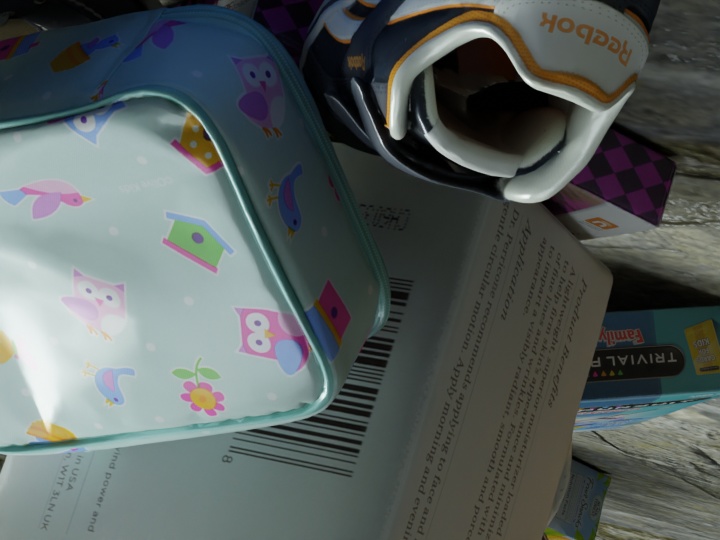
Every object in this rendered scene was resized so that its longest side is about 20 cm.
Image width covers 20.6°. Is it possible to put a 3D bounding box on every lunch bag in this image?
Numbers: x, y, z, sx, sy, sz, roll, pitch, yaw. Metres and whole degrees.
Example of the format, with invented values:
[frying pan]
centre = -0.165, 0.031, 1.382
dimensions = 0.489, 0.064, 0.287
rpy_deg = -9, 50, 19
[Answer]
[lunch bag]
centre = -0.096, -0.008, 0.736
dimensions = 0.200, 0.077, 0.161
rpy_deg = -8, 123, 32

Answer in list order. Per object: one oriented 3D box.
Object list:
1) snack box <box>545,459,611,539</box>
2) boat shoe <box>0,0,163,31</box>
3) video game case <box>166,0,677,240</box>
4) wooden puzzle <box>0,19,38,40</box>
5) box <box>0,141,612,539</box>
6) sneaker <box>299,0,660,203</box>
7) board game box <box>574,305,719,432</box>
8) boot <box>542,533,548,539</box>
[snack box]
centre = 0.076, 0.161, 1.619
dimensions = 0.200, 0.068, 0.168
rpy_deg = 26, 165, -35
[boat shoe]
centre = -0.155, -0.119, 0.740
dimensions = 0.073, 0.063, 0.200
rpy_deg = 5, 157, 46
[video game case]
centre = 0.004, -0.061, 0.848
dimensions = 0.200, 0.036, 0.181
rpy_deg = 24, 165, -24
[wooden puzzle]
centre = -0.232, -0.033, 0.890
dimensions = 0.185, 0.200, 0.046
rpy_deg = -1, 153, 34
[box]
centre = -0.024, 0.057, 0.841
dimensions = 0.200, 0.199, 0.131
rpy_deg = 7, 161, 33
[sneaker]
centre = 0.028, -0.061, 0.654
dimensions = 0.078, 0.080, 0.200
rpy_deg = 19, 160, -17
[board game box]
centre = 0.100, 0.061, 1.080
dimensions = 0.151, 0.047, 0.200
rpy_deg = -3, 171, -10
[boot]
centre = 0.096, 0.223, 1.576
dimensions = 0.155, 0.077, 0.200
rpy_deg = 2, 152, 35
